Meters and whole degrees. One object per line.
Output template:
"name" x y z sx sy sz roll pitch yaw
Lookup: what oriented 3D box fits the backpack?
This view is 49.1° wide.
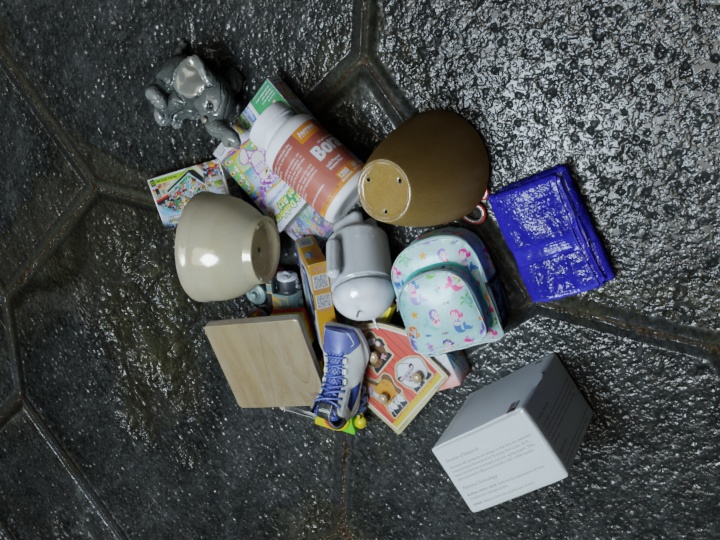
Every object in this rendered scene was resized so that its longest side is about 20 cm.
"backpack" 0.144 0.035 1.327 0.175 0.150 0.204 -15 95 25

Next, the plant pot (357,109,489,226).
"plant pot" 0.083 -0.144 1.241 0.183 0.199 0.190 10 111 27

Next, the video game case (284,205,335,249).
"video game case" -0.089 -0.141 1.457 0.143 0.018 0.201 41 124 8

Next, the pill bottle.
"pill bottle" -0.085 -0.184 1.309 0.199 0.112 0.113 42 124 7

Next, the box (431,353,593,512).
"box" 0.258 0.269 1.322 0.199 0.199 0.132 -34 92 35

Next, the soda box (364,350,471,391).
"soda box" 0.102 0.192 1.461 0.198 0.063 0.069 -22 99 33

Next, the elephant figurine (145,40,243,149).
"elephant figurine" -0.276 -0.319 1.422 0.197 0.142 0.157 7 128 34

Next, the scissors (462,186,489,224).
"scissors" 0.129 -0.116 1.351 0.196 0.014 0.075 3 112 30

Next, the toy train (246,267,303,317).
"toy train" -0.157 0.086 1.551 0.112 0.085 0.204 7 116 21

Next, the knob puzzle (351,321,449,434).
"knob puzzle" 0.039 0.181 1.435 0.216 0.030 0.224 12 115 26

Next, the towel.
"towel" 0.300 -0.052 1.257 0.146 0.049 0.203 -21 99 33

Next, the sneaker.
"sneaker" -0.038 0.203 1.402 0.079 0.115 0.203 8 119 23

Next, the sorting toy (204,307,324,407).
"sorting toy" -0.167 0.160 1.502 0.195 0.070 0.203 -5 122 21

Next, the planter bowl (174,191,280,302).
"planter bowl" -0.228 -0.041 1.440 0.132 0.200 0.204 3 112 20

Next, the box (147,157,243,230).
"box" -0.329 -0.154 1.576 0.197 0.035 0.112 -10 105 32

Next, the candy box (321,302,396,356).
"candy box" -0.006 0.119 1.507 0.101 0.026 0.203 33 123 20

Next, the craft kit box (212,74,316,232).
"craft kit box" -0.147 -0.208 1.427 0.198 0.048 0.200 46 124 1

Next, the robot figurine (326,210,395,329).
"robot figurine" 0.000 0.000 1.375 0.112 0.168 0.204 -30 56 37

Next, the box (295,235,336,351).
"box" -0.078 0.052 1.463 0.041 0.119 0.204 -12 117 -11

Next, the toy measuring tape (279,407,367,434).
"toy measuring tape" -0.075 0.273 1.591 0.196 0.073 0.075 13 116 24
